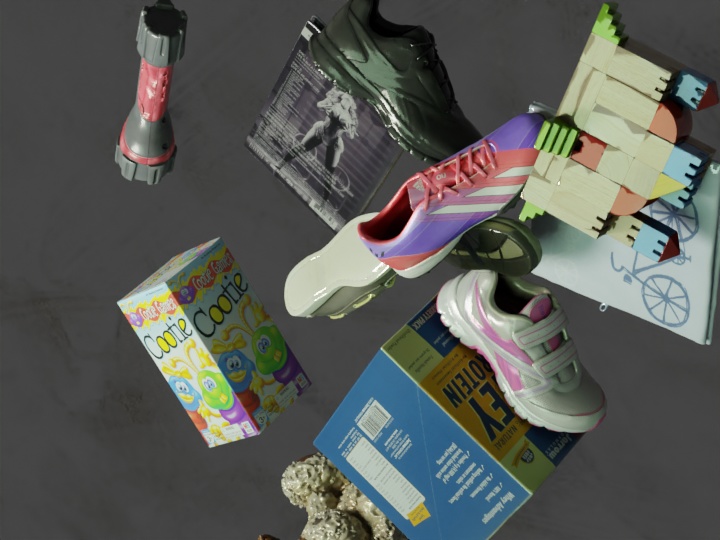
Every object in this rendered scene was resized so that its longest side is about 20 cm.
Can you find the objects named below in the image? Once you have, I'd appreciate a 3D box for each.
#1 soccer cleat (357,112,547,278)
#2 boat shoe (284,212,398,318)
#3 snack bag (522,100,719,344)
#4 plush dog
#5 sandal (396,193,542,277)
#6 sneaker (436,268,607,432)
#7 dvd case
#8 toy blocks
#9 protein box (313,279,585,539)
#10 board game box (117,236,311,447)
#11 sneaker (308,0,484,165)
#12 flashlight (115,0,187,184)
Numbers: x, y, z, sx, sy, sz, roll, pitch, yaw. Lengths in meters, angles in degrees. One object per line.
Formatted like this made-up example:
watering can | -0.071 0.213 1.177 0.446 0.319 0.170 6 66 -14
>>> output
soccer cleat | 0.084 -0.072 1.399 0.073 0.069 0.200 29 121 -38
boat shoe | 0.000 -0.003 1.616 0.201 0.060 0.073 -31 58 47
snack bag | 0.231 -0.042 1.403 0.198 0.021 0.191 22 132 33
plush dog | -0.017 0.306 1.780 0.198 0.172 0.162 -5 117 43
sandal | 0.108 -0.042 1.484 0.200 0.057 0.080 18 152 52
sneaker | 0.162 0.069 1.504 0.200 0.081 0.088 45 142 5
dvd case | -0.031 -0.137 1.574 0.149 0.016 0.200 44 140 8
toy blocks | 0.225 -0.099 1.297 0.136 0.100 0.202 29 113 18
protein box | 0.092 0.162 1.597 0.200 0.135 0.199 43 139 8
board game box | -0.165 0.083 1.799 0.102 0.105 0.201 -20 107 48
sneaker | 0.048 -0.169 1.434 0.199 0.076 0.091 39 115 -5
flashlight | -0.218 -0.184 1.672 0.067 0.068 0.201 36 139 17
